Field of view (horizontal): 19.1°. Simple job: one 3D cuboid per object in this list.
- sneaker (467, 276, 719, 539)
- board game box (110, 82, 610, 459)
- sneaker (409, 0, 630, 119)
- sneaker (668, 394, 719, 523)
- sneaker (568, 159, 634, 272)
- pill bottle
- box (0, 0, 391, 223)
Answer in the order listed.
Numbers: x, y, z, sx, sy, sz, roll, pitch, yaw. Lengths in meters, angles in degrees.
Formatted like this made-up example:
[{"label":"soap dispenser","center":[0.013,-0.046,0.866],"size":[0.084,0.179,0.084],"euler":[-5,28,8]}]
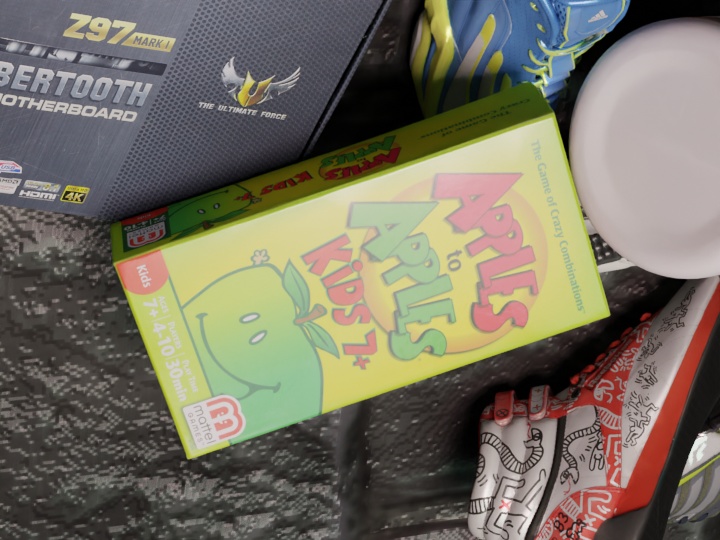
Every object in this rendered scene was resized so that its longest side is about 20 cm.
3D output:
[{"label":"sneaker","center":[0.127,0.065,1.128],"size":[0.202,0.108,0.067],"euler":[-66,155,-17]},{"label":"board game box","center":[0.000,0.000,0.948],"size":[0.199,0.048,0.102],"euler":[-19,113,0]},{"label":"sneaker","center":[0.072,-0.110,0.963],"size":[0.075,0.105,0.201],"euler":[-13,126,-15]},{"label":"sneaker","center":[0.160,0.120,1.181],"size":[0.200,0.074,0.081],"euler":[-35,132,3]},{"label":"sneaker","center":[0.101,-0.026,1.065],"size":[0.199,0.080,0.074],"euler":[-18,100,-30]},{"label":"pill bottle","center":[0.195,-0.063,1.006],"size":[0.200,0.116,0.116],"euler":[-11,131,-52]},{"label":"box","center":[-0.104,-0.094,0.907],"size":[0.199,0.051,0.158],"euler":[7,132,-29]}]
